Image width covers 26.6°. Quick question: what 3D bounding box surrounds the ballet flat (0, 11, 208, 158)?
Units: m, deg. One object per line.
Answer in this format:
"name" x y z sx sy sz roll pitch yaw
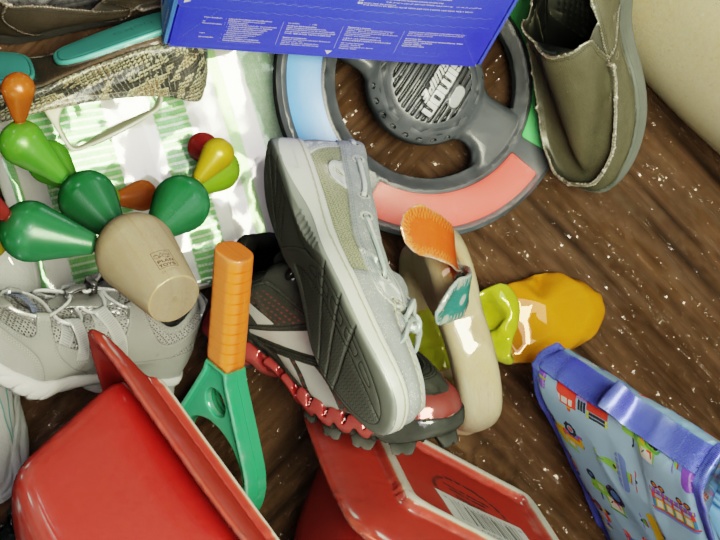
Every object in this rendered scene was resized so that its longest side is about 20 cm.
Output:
"ballet flat" -0.188 -0.105 0.924 0.200 0.068 0.075 -11 117 -11

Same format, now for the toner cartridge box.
"toner cartridge box" -0.011 -0.168 0.896 0.200 0.095 0.043 2 63 -16

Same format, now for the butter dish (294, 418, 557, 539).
"butter dish" 0.031 0.196 0.923 0.200 0.199 0.148 30 99 -18

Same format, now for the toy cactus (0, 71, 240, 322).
"toy cactus" -0.139 -0.037 0.863 0.200 0.165 0.102 -3 125 -40

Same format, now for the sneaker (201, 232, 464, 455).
"sneaker" -0.016 0.036 0.908 0.071 0.200 0.098 -13 121 -44

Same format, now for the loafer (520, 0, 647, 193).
"loafer" 0.126 -0.136 0.927 0.070 0.075 0.200 -30 124 -37

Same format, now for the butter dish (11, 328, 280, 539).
"butter dish" -0.133 0.170 0.840 0.148 0.200 0.199 -32 64 -19

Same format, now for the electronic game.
"electronic game" 0.042 -0.120 0.980 0.200 0.042 0.200 0 90 -16

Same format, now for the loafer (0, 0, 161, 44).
"loafer" -0.144 -0.186 0.939 0.200 0.071 0.073 -21 95 -8

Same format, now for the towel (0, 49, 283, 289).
"towel" -0.125 -0.055 0.972 0.200 0.023 0.153 -18 94 -8

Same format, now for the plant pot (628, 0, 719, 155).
"plant pot" 0.235 -0.173 0.963 0.200 0.187 0.187 34 87 5

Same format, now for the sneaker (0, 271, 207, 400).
"sneaker" -0.169 0.026 0.895 0.075 0.200 0.082 38 102 29

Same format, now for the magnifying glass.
"magnifying glass" -0.084 0.073 0.926 0.022 0.080 0.200 -20 131 -38

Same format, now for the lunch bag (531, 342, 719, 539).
"lunch bag" 0.187 0.128 0.926 0.094 0.151 0.200 -47 130 -6

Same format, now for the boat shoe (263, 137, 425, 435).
"boat shoe" 0.000 0.001 0.851 0.065 0.202 0.074 -9 138 -17

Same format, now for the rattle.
"rattle" 0.093 0.013 0.922 0.143 0.200 0.130 -3 55 -1

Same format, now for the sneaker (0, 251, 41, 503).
"sneaker" -0.239 0.049 0.922 0.070 0.080 0.200 -1 90 14

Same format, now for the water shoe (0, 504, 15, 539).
"water shoe" -0.244 0.201 0.938 0.079 0.072 0.200 30 87 -7
